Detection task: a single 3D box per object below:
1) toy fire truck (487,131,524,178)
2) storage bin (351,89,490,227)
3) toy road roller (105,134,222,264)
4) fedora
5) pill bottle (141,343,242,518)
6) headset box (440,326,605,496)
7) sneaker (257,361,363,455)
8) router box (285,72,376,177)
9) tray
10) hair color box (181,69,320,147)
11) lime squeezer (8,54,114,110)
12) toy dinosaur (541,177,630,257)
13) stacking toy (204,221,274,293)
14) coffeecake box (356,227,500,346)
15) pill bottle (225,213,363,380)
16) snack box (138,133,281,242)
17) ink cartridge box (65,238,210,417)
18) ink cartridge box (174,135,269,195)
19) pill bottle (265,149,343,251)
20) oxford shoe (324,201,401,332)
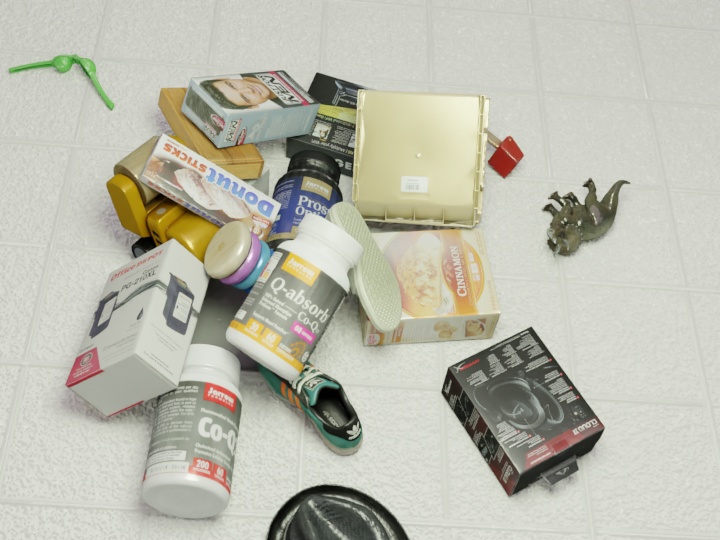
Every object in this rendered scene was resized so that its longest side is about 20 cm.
[{"bbox_3d":[0.157,-0.218,1.690,0.200,0.049,0.141,48,54,7],"label":"toy fire truck"},{"bbox_3d":[0.093,-0.173,1.588,0.196,0.094,0.203,4,93,9],"label":"storage bin"},{"bbox_3d":[-0.261,-0.081,1.497,0.145,0.202,0.123,21,51,36],"label":"toy road roller"},{"bbox_3d":[-0.023,0.341,1.286,0.196,0.092,0.203,3,54,-5],"label":"fedora"},{"bbox_3d":[-0.214,0.206,1.348,0.111,0.115,0.203,5,55,-2],"label":"pill bottle"},{"bbox_3d":[0.226,0.199,1.425,0.147,0.078,0.201,-23,61,-20],"label":"headset box"},{"bbox_3d":[-0.067,0.159,1.417,0.071,0.080,0.200,-38,66,-25],"label":"sneaker"},{"bbox_3d":[-0.007,-0.232,1.717,0.197,0.053,0.159,18,55,6],"label":"router box"},{"bbox_3d":[-0.232,-0.214,1.598,0.097,0.037,0.201,-7,46,-31],"label":"tray"},{"bbox_3d":[-0.167,-0.253,1.601,0.099,0.061,0.198,43,37,24],"label":"hair color box"},{"bbox_3d":[-0.493,-0.333,1.753,0.197,0.038,0.072,20,86,7],"label":"lime squeezer"},{"bbox_3d":[0.354,-0.084,1.653,0.197,0.077,0.103,-20,71,-25],"label":"toy dinosaur"},{"bbox_3d":[-0.126,0.016,1.468,0.085,0.199,0.087,-27,43,29],"label":"stacking toy"},{"bbox_3d":[0.093,0.023,1.537,0.196,0.074,0.156,-3,56,-8],"label":"coffeecake box"},{"bbox_3d":[-0.085,0.034,1.383,0.115,0.117,0.202,28,80,14],"label":"pill bottle"},{"bbox_3d":[-0.211,-0.111,1.466,0.198,0.024,0.073,30,65,-20],"label":"snack box"},{"bbox_3d":[-0.295,0.075,1.394,0.143,0.084,0.202,-24,38,32],"label":"ink cartridge box"},{"bbox_3d":[-0.253,-0.158,1.629,0.199,0.067,0.116,34,58,17],"label":"ink cartridge box"},{"bbox_3d":[-0.086,-0.080,1.565,0.110,0.113,0.203,9,55,1],"label":"pill bottle"},{"bbox_3d":[0.000,0.000,1.469,0.074,0.058,0.202,-8,66,-46],"label":"oxford shoe"}]
